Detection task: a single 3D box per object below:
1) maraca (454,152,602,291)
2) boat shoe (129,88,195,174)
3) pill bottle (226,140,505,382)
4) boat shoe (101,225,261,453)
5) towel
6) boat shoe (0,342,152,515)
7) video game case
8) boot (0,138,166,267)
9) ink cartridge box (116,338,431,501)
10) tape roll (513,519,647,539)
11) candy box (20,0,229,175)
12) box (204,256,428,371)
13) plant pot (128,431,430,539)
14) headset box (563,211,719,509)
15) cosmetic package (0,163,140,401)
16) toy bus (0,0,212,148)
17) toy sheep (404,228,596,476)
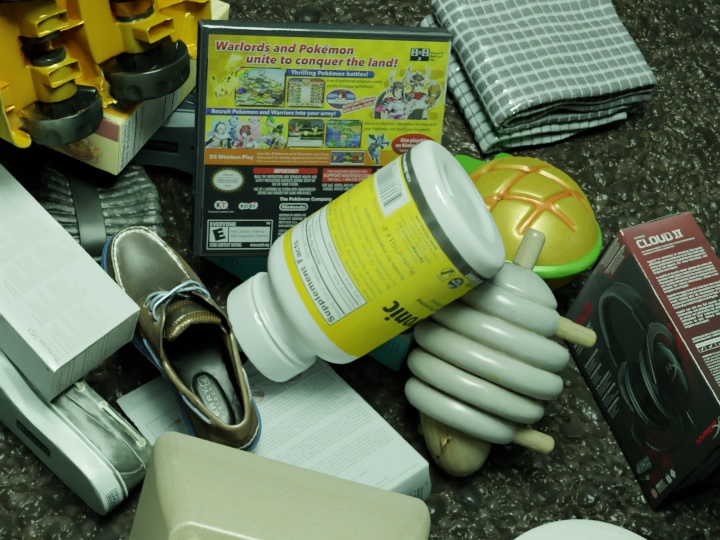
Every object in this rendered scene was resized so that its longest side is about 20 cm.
[{"bbox_3d":[0.133,-0.051,1.092,0.135,0.108,0.201,-1,33,-15],"label":"maraca"},{"bbox_3d":[-0.153,-0.137,1.093,0.197,0.071,0.092,8,49,-13],"label":"boat shoe"},{"bbox_3d":[0.000,0.000,0.940,0.199,0.111,0.112,-32,60,19],"label":"pill bottle"},{"bbox_3d":[-0.127,0.042,0.923,0.072,0.073,0.201,-28,74,-23],"label":"boat shoe"},{"bbox_3d":[0.177,-0.212,1.216,0.198,0.086,0.167,-15,63,-23],"label":"towel"},{"bbox_3d":[-0.232,0.090,0.929,0.200,0.071,0.064,45,58,7],"label":"boat shoe"},{"bbox_3d":[-0.032,-0.101,0.983,0.197,0.183,0.026,-1,22,-15],"label":"video game case"},{"bbox_3d":[-0.256,-0.075,1.021,0.156,0.080,0.213,-17,68,-20],"label":"boot"},{"bbox_3d":[-0.067,0.138,0.961,0.161,0.058,0.200,-28,47,-27],"label":"ink cartridge box"},{"bbox_3d":[0.170,0.284,0.918,0.200,0.037,0.205,6,57,-10],"label":"tape roll"},{"bbox_3d":[-0.201,-0.172,1.033,0.114,0.056,0.201,21,44,8],"label":"candy box"},{"bbox_3d":[-0.032,-0.006,1.049,0.198,0.049,0.083,30,55,6],"label":"box"},{"bbox_3d":[-0.062,0.223,0.767,0.197,0.177,0.203,16,83,-4],"label":"plant pot"},{"bbox_3d":[0.247,0.065,1.013,0.076,0.149,0.202,-14,62,-23],"label":"headset box"},{"bbox_3d":[-0.257,-0.007,0.907,0.200,0.051,0.082,45,53,12],"label":"cosmetic package"},{"bbox_3d":[-0.238,-0.196,0.924,0.190,0.137,0.200,21,42,33],"label":"toy bus"},{"bbox_3d":[0.104,0.064,0.981,0.136,0.138,0.203,21,89,0],"label":"toy sheep"}]
